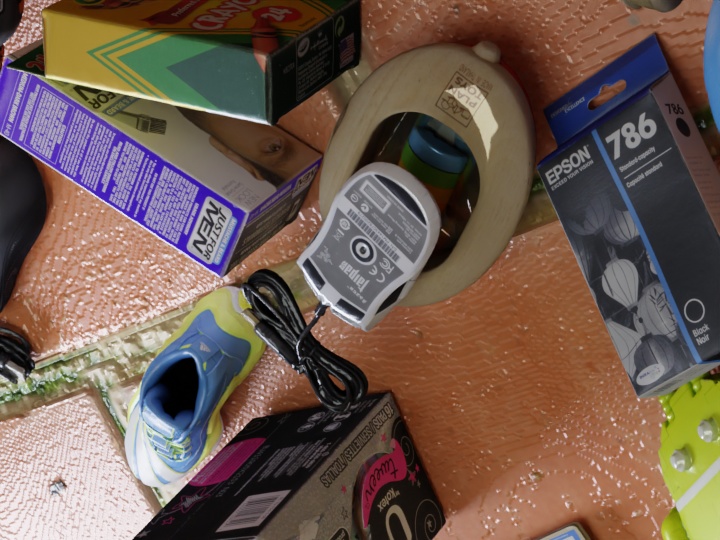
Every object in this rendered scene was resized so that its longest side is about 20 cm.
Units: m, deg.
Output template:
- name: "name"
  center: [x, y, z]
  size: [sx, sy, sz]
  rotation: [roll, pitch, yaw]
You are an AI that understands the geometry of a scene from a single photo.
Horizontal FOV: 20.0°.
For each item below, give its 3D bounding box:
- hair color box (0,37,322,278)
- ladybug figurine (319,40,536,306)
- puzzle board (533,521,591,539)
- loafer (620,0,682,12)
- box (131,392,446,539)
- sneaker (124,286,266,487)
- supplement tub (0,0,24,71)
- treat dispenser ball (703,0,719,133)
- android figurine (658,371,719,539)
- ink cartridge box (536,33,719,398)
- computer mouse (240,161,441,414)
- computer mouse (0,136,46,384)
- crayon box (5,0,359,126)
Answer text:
- name: "hair color box"
  center: [-0.139, -0.088, 1.378]
  size: [0.200, 0.109, 0.065]
  rotation: [34, 124, 10]
- name: "ladybug figurine"
  center: [0.049, -0.067, 1.306]
  size: [0.136, 0.072, 0.200]
  rotation: [37, 127, 9]
- name: "puzzle board"
  center: [0.124, 0.274, 1.473]
  size: [0.200, 0.017, 0.151]
  rotation: [-31, 95, 36]
- name: "loafer"
  center: [0.128, -0.236, 1.180]
  size: [0.067, 0.076, 0.201]
  rotation: [-25, 90, 37]
- name: "box"
  center: [-0.050, 0.188, 1.411]
  size: [0.132, 0.200, 0.115]
  rotation: [-13, 109, 34]
- name: "sneaker"
  center: [-0.140, 0.099, 1.476]
  size: [0.076, 0.105, 0.200]
  rotation: [35, 126, 10]
- name: "supplement tub"
  center: [-0.287, -0.230, 1.383]
  size: [0.122, 0.123, 0.201]
  rotation: [21, 123, 19]
- name: "treat dispenser ball"
  center: [0.281, -0.112, 1.072]
  size: [0.200, 0.201, 0.202]
  rotation: [13, 120, 24]
- name: "android figurine"
  center: [0.239, 0.146, 1.268]
  size: [0.182, 0.041, 0.201]
  rotation: [118, 134, -59]
- name: "ink cartridge box"
  center: [0.171, -0.034, 1.227]
  size: [0.099, 0.039, 0.201]
  rotation: [-36, 69, 37]
- name: "computer mouse"
  center: [0.000, 0.000, 1.299]
  size: [0.110, 0.044, 0.200]
  rotation: [46, 134, 7]
- name: "computer mouse"
  center: [-0.294, -0.010, 1.541]
  size: [0.138, 0.053, 0.200]
  rotation: [31, 125, 13]
- name: "crayon box"
  center: [-0.116, -0.154, 1.321]
  size: [0.199, 0.127, 0.051]
  rotation: [13, 119, 23]
